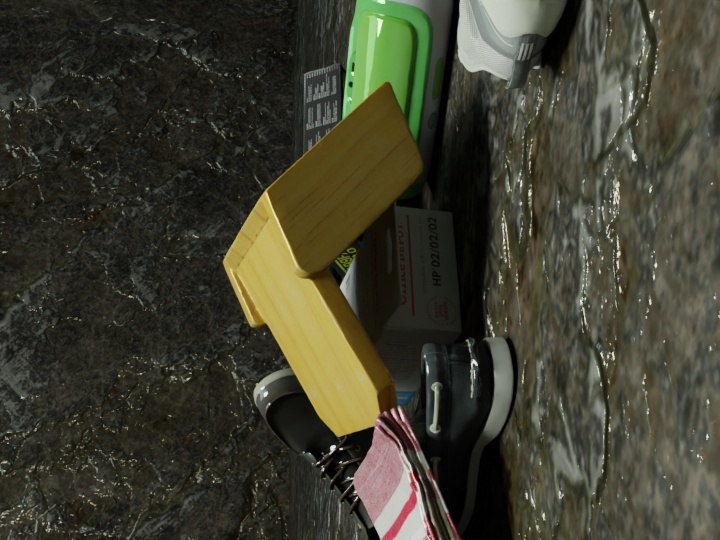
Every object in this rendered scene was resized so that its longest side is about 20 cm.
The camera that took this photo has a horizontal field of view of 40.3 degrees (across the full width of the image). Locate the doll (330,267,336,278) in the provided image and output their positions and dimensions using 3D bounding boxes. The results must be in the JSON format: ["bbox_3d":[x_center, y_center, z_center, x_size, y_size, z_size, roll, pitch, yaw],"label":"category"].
[{"bbox_3d":[-0.058,-0.022,1.657,0.136,0.048,0.201,112,159,-71],"label":"doll"}]

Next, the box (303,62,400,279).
[{"bbox_3d":[-0.006,-0.086,1.014,0.160,0.044,0.201,48,-146,-53],"label":"box"}]

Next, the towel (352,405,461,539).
[{"bbox_3d":[0.045,0.207,0.657,0.144,0.023,0.200,103,148,-57],"label":"towel"}]

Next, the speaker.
[{"bbox_3d":[0.032,-0.169,0.881,0.089,0.088,0.201,-102,16,-62],"label":"speaker"}]

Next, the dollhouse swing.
[{"bbox_3d":[0.000,0.000,0.761,0.182,0.176,0.200,-45,1,-21],"label":"dollhouse swing"}]

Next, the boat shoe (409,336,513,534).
[{"bbox_3d":[0.056,0.120,0.692,0.076,0.060,0.200,-97,12,-51],"label":"boat shoe"}]

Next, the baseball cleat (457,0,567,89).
[{"bbox_3d":[0.076,-0.196,0.612,0.107,0.069,0.200,102,169,-50],"label":"baseball cleat"}]

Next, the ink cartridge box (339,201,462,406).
[{"bbox_3d":[0.034,0.025,0.830,0.200,0.068,0.115,116,155,-58],"label":"ink cartridge box"}]

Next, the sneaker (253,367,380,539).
[{"bbox_3d":[-0.013,0.170,0.891,0.075,0.200,0.106,-40,35,16],"label":"sneaker"}]
